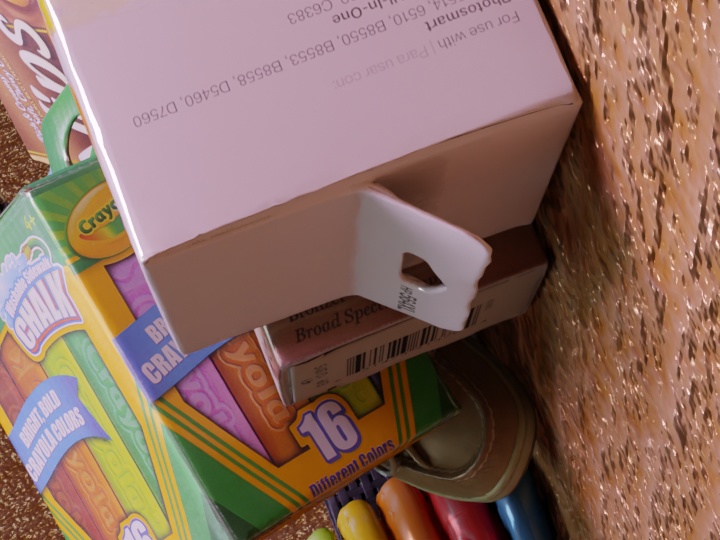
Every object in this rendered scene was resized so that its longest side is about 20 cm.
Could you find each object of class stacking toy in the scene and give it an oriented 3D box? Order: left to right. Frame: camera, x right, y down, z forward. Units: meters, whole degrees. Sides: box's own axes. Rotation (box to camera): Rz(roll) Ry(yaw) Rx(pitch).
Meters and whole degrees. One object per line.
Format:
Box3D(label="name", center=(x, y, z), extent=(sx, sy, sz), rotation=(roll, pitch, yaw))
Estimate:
Box3D(label="stacking toy", center=(-0.005, 0.158, 0.836), extent=(0.116, 0.199, 0.110), rotation=(-123, 13, -64))

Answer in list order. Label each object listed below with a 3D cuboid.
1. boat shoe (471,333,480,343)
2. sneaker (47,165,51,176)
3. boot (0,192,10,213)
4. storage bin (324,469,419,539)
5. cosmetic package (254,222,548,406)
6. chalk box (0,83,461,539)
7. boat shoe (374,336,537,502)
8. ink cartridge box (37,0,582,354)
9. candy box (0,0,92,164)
Box3D(label="boat shoe", center=(0.000, 0.000, 0.886), extent=(0.071, 0.070, 0.200), rotation=(73, 173, -45))
Box3D(label="sneaker", center=(-0.071, -0.005, 0.919), extent=(0.200, 0.077, 0.081), rotation=(27, -171, -43))
Box3D(label="boot", center=(-0.162, 0.011, 0.916), extent=(0.200, 0.069, 0.174), rotation=(10, 148, 49))
Box3D(label="storage bin", center=(-0.002, 0.062, 1.058), extent=(0.135, 0.093, 0.201), rotation=(79, 168, -64))
Box3D(label="cosmetic package", center=(-0.019, -0.065, 0.629), extent=(0.087, 0.103, 0.201), rotation=(93, 154, -76))
Box3D(label="chalk box", center=(-0.080, 0.015, 0.706), extent=(0.200, 0.124, 0.125), rotation=(58, 144, 6))
Box3D(label="boat shoe", center=(-0.007, 0.043, 0.780), extent=(0.200, 0.063, 0.073), rotation=(35, 109, 42))
Box3D(label="ink cartridge box", center=(-0.026, -0.075, 0.519), extent=(0.129, 0.125, 0.201), rotation=(89, 160, -76))
Box3D(label="candy box", center=(-0.124, -0.118, 0.766), extent=(0.115, 0.055, 0.200), rotation=(21, 149, 31))
